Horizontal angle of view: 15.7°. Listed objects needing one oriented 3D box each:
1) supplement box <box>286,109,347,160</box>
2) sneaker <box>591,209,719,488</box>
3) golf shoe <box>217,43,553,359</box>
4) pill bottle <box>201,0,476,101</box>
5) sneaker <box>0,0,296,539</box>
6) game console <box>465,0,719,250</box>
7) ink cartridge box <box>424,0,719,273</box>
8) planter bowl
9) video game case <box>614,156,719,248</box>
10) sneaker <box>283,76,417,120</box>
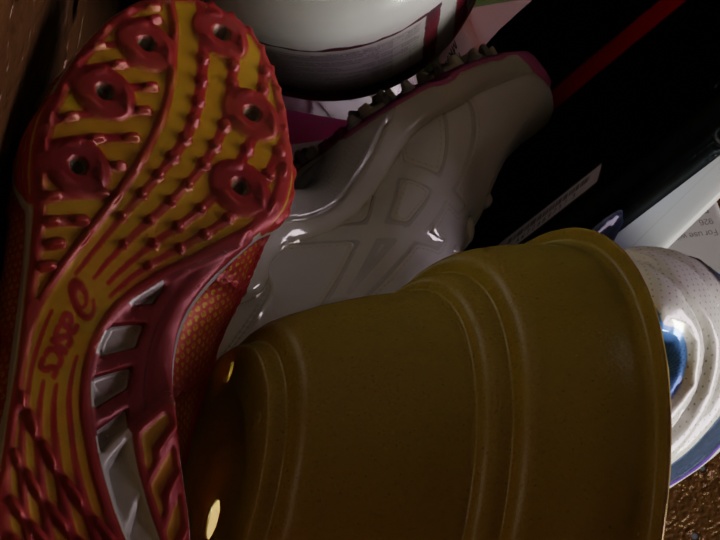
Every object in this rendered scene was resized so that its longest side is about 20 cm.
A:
[{"bbox_3d":[-0.036,0.035,0.970,0.201,0.100,0.104,-78,178,-50],"label":"supplement box"},{"bbox_3d":[0.033,0.067,0.780,0.200,0.081,0.146,-40,163,5],"label":"sneaker"},{"bbox_3d":[0.000,0.000,0.826,0.200,0.092,0.075,-35,180,-34],"label":"golf shoe"},{"bbox_3d":[-0.012,-0.115,0.775,0.200,0.109,0.110,78,22,-86],"label":"pill bottle"},{"bbox_3d":[-0.068,0.020,0.649,0.077,0.073,0.201,-40,-149,58],"label":"sneaker"},{"bbox_3d":[0.086,-0.060,0.883,0.200,0.031,0.178,-40,-157,42],"label":"game console"},{"bbox_3d":[0.081,-0.031,1.130,0.146,0.087,0.201,109,-34,-55],"label":"ink cartridge box"},{"bbox_3d":[-0.006,0.073,0.668,0.201,0.083,0.201,-53,-154,41],"label":"planter bowl"},{"bbox_3d":[0.089,-0.045,0.921,0.200,0.023,0.182,-45,-164,22],"label":"video game case"},{"bbox_3d":[-0.014,-0.093,1.063,0.200,0.099,0.075,88,13,-75],"label":"sneaker"}]
